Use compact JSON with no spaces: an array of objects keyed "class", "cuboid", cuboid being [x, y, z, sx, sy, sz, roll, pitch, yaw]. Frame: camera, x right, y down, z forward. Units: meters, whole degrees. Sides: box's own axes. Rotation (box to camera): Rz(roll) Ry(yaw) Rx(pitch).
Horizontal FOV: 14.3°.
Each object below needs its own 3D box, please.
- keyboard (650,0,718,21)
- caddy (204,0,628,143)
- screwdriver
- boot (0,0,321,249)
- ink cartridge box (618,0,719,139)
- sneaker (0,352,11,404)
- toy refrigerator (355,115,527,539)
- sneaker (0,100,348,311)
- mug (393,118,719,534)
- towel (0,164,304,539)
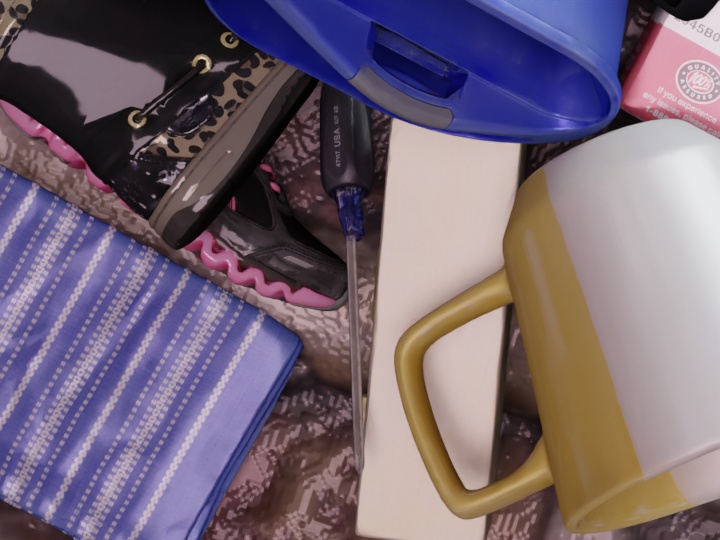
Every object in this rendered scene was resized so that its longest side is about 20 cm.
[{"class":"keyboard","cuboid":[0.157,-0.197,1.226,0.104,0.040,0.200,40,126,2]},{"class":"caddy","cuboid":[0.027,-0.116,1.243,0.200,0.141,0.105,25,70,-31]},{"class":"screwdriver","cuboid":[0.000,0.000,1.353,0.029,0.028,0.201,-4,68,-8]},{"class":"boot","cuboid":[-0.086,-0.128,1.332,0.153,0.074,0.204,34,67,2]},{"class":"ink cartridge box","cuboid":[0.225,-0.133,1.329,0.145,0.085,0.201,28,96,2]},{"class":"sneaker","cuboid":[-0.252,0.020,1.406,0.200,0.073,0.114,38,95,-10]},{"class":"toy refrigerator","cuboid":[0.037,0.025,1.370,0.070,0.076,0.201,5,98,5]},{"class":"sneaker","cuboid":[-0.075,-0.060,1.379,0.200,0.079,0.096,37,87,-1]},{"class":"mug","cuboid":[0.118,0.024,1.265,0.186,0.149,0.154,-16,76,-18]},{"class":"towel","cuboid":[-0.141,0.049,1.382,0.200,0.024,0.145,30,93,-18]}]
